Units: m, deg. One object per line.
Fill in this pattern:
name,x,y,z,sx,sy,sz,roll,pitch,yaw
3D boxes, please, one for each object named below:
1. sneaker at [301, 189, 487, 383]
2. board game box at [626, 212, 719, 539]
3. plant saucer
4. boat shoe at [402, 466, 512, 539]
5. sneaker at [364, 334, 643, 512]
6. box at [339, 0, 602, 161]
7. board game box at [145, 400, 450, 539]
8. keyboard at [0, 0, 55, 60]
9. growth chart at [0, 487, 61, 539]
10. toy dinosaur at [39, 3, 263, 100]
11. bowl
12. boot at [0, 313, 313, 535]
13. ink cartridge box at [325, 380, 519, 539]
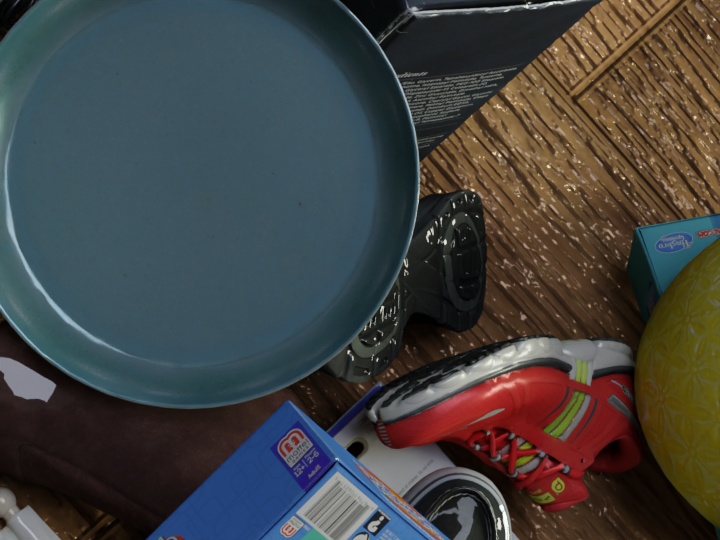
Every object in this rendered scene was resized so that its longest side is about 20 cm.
sneaker,0.000,0.000,0.937,0.200,0.091,0.076,-18,110,-60
board game box,0.244,0.057,1.010,0.151,0.047,0.200,-10,59,-6
plant saucer,-0.074,-0.041,0.824,0.200,0.027,0.200,0,90,0
boat shoe,0.022,0.185,0.848,0.069,0.057,0.200,22,81,-6
sneaker,0.085,0.078,0.935,0.200,0.077,0.085,0,75,-48
box,-0.005,-0.174,0.950,0.124,0.197,0.200,-10,74,-30
board game box,-0.051,0.167,0.763,0.200,0.045,0.152,-45,134,-1
keyboard,-0.150,-0.168,0.870,0.104,0.040,0.200,31,59,15
growth chart,-0.182,0.187,0.806,0.200,0.018,0.145,-32,86,-34
toy dinosaur,-0.133,-0.085,0.887,0.102,0.200,0.077,-9,99,-53
bowl,0.241,0.038,0.931,0.200,0.108,0.200,0,58,0
boot,-0.098,0.084,0.820,0.200,0.072,0.166,-7,35,-36
ink cartridge box,0.038,0.160,0.919,0.099,0.039,0.200,-40,91,-34
